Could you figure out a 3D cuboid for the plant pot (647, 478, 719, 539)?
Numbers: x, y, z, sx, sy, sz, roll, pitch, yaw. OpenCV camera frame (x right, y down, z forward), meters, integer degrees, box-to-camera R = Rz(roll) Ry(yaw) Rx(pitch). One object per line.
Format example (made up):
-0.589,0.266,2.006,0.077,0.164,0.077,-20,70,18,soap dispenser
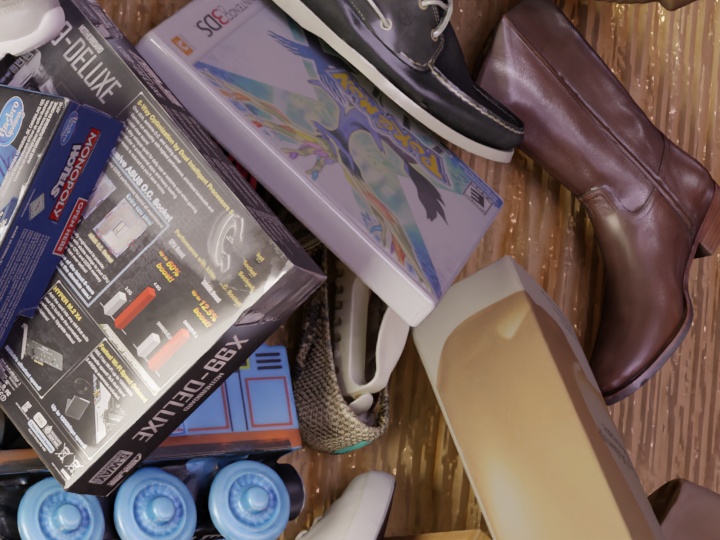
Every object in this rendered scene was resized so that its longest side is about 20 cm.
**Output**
0.210,0.216,1.474,0.173,0.200,0.200,41,62,-2,plant pot

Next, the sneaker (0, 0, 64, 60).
-0.233,-0.152,1.225,0.199,0.075,0.082,17,113,9,sneaker

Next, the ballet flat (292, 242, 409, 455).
0.000,0.000,1.429,0.068,0.075,0.201,9,77,-40,ballet flat

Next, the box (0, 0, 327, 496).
-0.137,-0.017,1.261,0.158,0.050,0.200,-45,71,10,box

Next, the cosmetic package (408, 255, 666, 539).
0.102,0.103,1.404,0.105,0.071,0.201,43,21,-56,cosmetic package

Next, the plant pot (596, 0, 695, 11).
0.118,-0.230,1.501,0.092,0.201,0.202,-26,97,3,plant pot

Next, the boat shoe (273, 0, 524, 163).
0.023,-0.135,1.434,0.200,0.072,0.068,41,104,-16,boat shoe

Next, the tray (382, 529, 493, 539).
0.004,0.232,1.380,0.037,0.098,0.201,39,64,-21,tray

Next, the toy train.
-0.122,0.097,1.337,0.199,0.087,0.115,-3,74,-30,toy train

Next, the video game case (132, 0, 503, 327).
-0.017,-0.073,1.374,0.200,0.022,0.182,44,23,-3,video game case

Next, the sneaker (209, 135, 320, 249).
-0.095,-0.054,1.356,0.199,0.087,0.074,17,79,-17,sneaker

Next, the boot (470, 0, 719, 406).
0.120,-0.046,1.517,0.200,0.064,0.187,46,49,-21,boot

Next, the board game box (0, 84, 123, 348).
-0.245,-0.026,1.242,0.201,0.199,0.062,-64,157,2,board game box

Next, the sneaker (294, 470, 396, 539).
-0.046,0.171,1.378,0.084,0.073,0.200,23,49,10,sneaker
